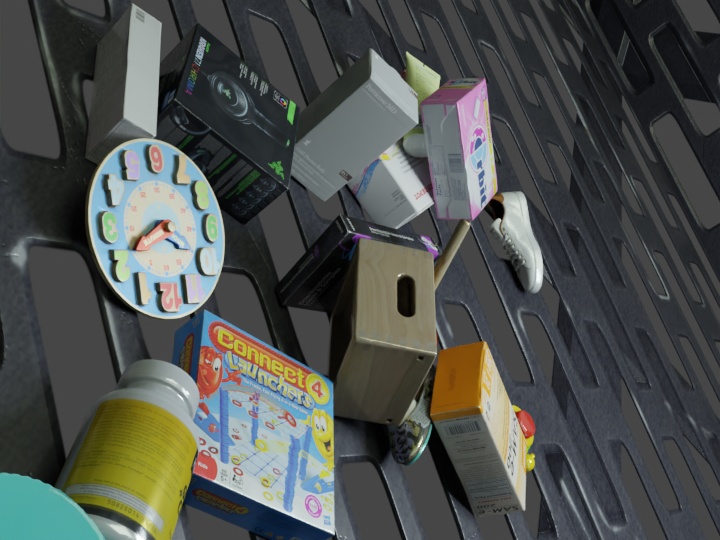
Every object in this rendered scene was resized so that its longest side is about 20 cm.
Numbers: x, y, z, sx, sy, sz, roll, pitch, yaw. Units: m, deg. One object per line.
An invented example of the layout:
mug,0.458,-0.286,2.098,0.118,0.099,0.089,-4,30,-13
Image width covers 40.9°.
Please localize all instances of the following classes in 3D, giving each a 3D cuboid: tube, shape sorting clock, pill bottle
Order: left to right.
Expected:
pill bottle,-0.206,0.179,0.859,0.112,0.111,0.202,40,35,-22
shape sorting clock,-0.222,-0.047,1.074,0.198,0.039,0.205,11,76,-53
tube,0.099,-0.271,1.572,0.059,0.051,0.203,72,18,-50

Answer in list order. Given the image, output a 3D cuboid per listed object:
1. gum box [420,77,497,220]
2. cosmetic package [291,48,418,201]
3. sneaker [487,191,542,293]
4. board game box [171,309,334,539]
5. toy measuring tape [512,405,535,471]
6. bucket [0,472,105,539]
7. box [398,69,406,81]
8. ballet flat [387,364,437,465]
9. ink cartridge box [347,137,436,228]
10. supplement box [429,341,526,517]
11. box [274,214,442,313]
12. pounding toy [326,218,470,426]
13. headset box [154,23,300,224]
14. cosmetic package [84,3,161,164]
gum box,0.159,-0.185,1.514,0.113,0.065,0.204,-43,130,-49
cosmetic package,-0.019,-0.206,1.388,0.106,0.199,0.091,36,36,-26
sneaker,0.280,-0.050,1.799,0.083,0.073,0.204,-3,66,-20
board game box,-0.116,0.174,1.042,0.198,0.056,0.199,32,39,-33
toy measuring tape,0.206,0.205,1.441,0.073,0.073,0.202,-19,77,-57
bucket,-0.275,0.252,0.676,0.206,0.134,0.210,34,37,-31
box,0.087,-0.226,1.645,0.202,0.102,0.095,55,31,-3
ballet flat,0.063,0.178,1.274,0.072,0.072,0.201,49,27,-10
ink cartridge box,0.036,-0.172,1.541,0.202,0.083,0.145,55,32,-1
supplement box,0.164,0.216,1.304,0.127,0.072,0.202,-75,146,-51
box,0.000,0.000,1.277,0.198,0.143,0.036,10,41,-50
pounding toy,0.047,0.055,1.200,0.139,0.186,0.203,11,48,-10
headset box,-0.175,-0.186,1.259,0.199,0.092,0.176,37,36,-28
cosmetic package,-0.281,-0.219,1.157,0.050,0.082,0.203,29,41,-38
